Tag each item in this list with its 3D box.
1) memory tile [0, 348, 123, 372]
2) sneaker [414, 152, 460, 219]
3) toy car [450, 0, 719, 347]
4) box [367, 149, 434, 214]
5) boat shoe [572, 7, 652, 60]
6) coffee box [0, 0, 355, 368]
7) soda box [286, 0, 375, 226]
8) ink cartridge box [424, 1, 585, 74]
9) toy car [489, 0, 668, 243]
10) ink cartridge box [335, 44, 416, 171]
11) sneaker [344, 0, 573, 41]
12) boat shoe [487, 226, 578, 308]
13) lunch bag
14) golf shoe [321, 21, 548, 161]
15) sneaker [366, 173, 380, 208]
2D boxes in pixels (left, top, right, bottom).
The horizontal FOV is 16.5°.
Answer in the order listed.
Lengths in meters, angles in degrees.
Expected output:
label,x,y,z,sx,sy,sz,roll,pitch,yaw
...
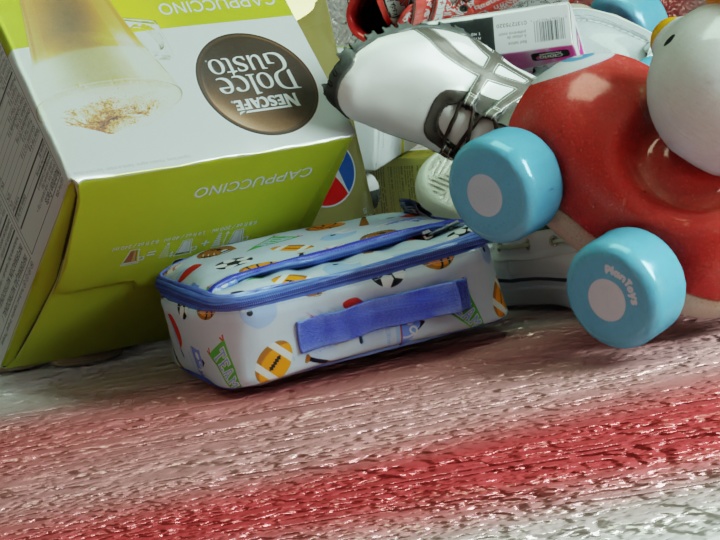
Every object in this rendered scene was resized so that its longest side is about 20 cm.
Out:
label,x,y,z,sx,sy,sz,roll,pitch,yaw
memory tile,-0.236,0.048,1.707,0.199,0.017,0.153,-7,9,19
sneaker,0.129,-0.041,1.677,0.199,0.075,0.085,1,-29,-13
toy car,0.182,-0.093,1.373,0.177,0.201,0.184,42,41,21
box,0.016,-0.055,1.932,0.199,0.076,0.050,-2,9,45
boat shoe,0.214,-0.125,1.695,0.200,0.070,0.072,33,-14,7
coffee box,-0.152,-0.084,1.579,0.199,0.198,0.200,-10,-32,-30
soda box,-0.046,-0.096,1.678,0.064,0.201,0.068,-19,12,-27
ink cartridge box,0.106,-0.117,1.637,0.094,0.037,0.200,-7,-19,10
toy car,0.199,-0.083,1.799,0.200,0.178,0.184,31,45,30
ink cartridge box,-0.040,-0.126,1.854,0.144,0.084,0.200,2,7,8
sneaker,0.082,-0.210,1.809,0.201,0.068,0.108,-19,-5,35
boat shoe,0.126,-0.015,1.563,0.073,0.067,0.200,-14,10,-32
lunch bag,-0.014,0.013,1.497,0.199,0.076,0.160,-16,10,-20
golf shoe,0.077,-0.092,1.506,0.199,0.078,0.095,10,32,-21
sneaker,-0.078,-0.046,1.812,0.199,0.078,0.076,-15,-3,28
